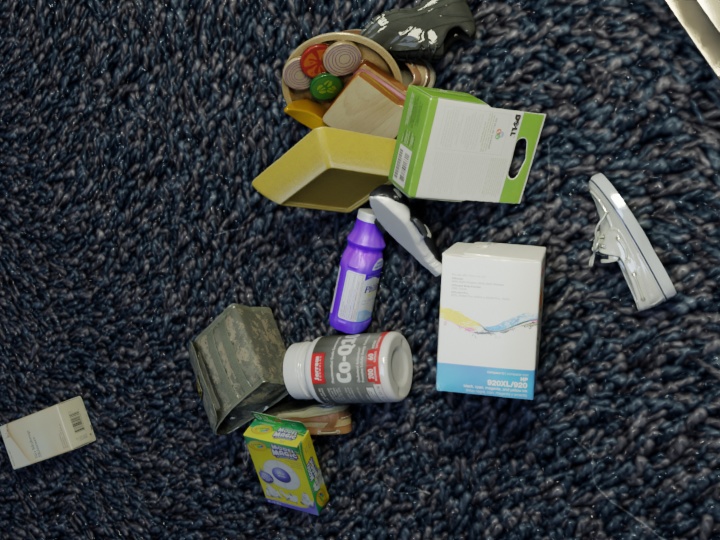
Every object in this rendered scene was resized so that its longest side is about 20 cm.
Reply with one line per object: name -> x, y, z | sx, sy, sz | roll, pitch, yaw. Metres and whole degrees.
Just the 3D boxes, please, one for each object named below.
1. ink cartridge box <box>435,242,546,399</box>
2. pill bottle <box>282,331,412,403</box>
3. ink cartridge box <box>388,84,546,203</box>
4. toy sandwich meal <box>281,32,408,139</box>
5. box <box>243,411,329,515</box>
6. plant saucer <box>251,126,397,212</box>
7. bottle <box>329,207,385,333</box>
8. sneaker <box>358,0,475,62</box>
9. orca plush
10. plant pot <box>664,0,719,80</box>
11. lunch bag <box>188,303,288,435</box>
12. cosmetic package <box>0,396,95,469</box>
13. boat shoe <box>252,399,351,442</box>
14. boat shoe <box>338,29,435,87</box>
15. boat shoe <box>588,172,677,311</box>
ink cartridge box -> 0.195, 0.067, 1.280 | 0.143, 0.147, 0.203 | 4, 100, 14
pill bottle -> -0.023, 0.164, 1.443 | 0.198, 0.114, 0.115 | -6, 95, 27
ink cartridge box -> 0.157, -0.182, 1.281 | 0.076, 0.198, 0.149 | 47, 130, 55
toy sandwich meal -> -0.023, -0.257, 1.292 | 0.202, 0.071, 0.206 | 2, 136, 2
box -> -0.132, 0.338, 1.527 | 0.116, 0.048, 0.202 | 6, 125, 28
plant saucer -> -0.035, -0.142, 1.326 | 0.199, 0.198, 0.049 | -31, 64, 47
bottle -> 0.000, 0.000, 1.426 | 0.065, 0.083, 0.202 | 17, 105, 18
sneaker -> 0.080, -0.347, 1.290 | 0.198, 0.076, 0.092 | -25, 79, 3
orca plush -> 0.095, -0.072, 1.356 | 0.200, 0.071, 0.105 | 41, 157, -14
plant pot -> 0.471, -0.377, 1.055 | 0.176, 0.199, 0.201 | -34, 81, 17
lunch bag -> -0.228, 0.181, 1.546 | 0.200, 0.117, 0.165 | -41, 60, 29
cosmetic package -> -0.672, 0.349, 1.858 | 0.199, 0.073, 0.105 | -23, 87, 29
boat shoe -> -0.102, 0.271, 1.532 | 0.198, 0.075, 0.075 | -13, 95, 30
boat shoe -> 0.023, -0.333, 1.365 | 0.198, 0.072, 0.077 | 24, 108, 24
boat shoe -> 0.359, -0.033, 1.226 | 0.086, 0.075, 0.203 | -30, 90, 12
